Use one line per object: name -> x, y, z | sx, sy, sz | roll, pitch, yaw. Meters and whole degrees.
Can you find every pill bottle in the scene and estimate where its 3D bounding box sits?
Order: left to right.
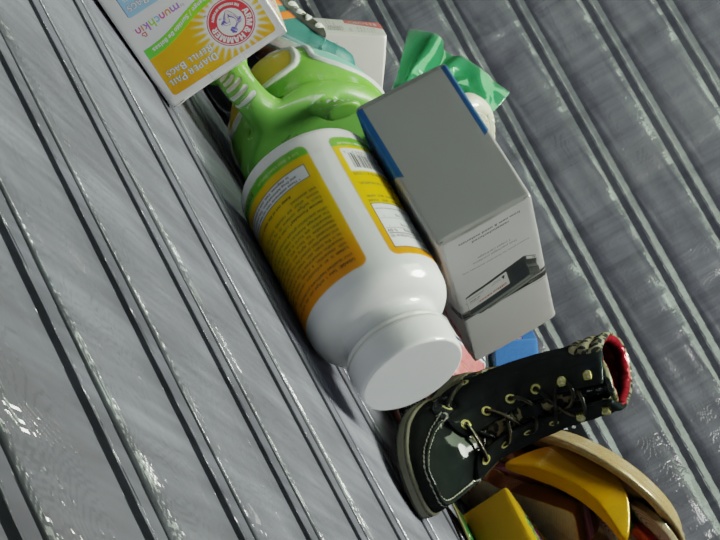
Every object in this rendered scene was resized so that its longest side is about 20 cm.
pill bottle -> -0.004, 0.001, 1.372 | 0.201, 0.111, 0.111 | 61, 7, 32

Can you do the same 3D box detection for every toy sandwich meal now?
toy sandwich meal -> 0.188, 0.213, 1.610 | 0.204, 0.070, 0.206 | 31, -24, 15

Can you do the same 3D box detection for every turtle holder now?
turtle holder -> -0.059, -0.123, 1.553 | 0.184, 0.142, 0.132 | 1, 40, -27

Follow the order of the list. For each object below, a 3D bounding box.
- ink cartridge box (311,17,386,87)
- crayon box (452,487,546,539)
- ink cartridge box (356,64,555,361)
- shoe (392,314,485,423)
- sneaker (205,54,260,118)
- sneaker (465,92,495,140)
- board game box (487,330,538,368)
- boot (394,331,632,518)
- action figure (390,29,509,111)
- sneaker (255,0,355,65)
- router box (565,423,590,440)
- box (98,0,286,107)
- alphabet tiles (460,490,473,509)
ink cartridge box -> -0.078, -0.210, 1.795 | 0.117, 0.198, 0.068 | -101, -165, -76
crayon box -> 0.152, 0.273, 1.552 | 0.200, 0.051, 0.127 | 53, 8, -39
ink cartridge box -> 0.078, -0.042, 1.458 | 0.145, 0.084, 0.200 | 60, -4, 30
shoe -> 0.039, 0.078, 1.523 | 0.200, 0.071, 0.092 | 32, 44, -43
sneaker -> -0.068, -0.119, 1.694 | 0.201, 0.074, 0.088 | 57, 1, 1
sneaker -> 0.049, -0.082, 1.626 | 0.111, 0.076, 0.201 | 43, -47, 40
board game box -> 0.151, 0.154, 1.781 | 0.152, 0.045, 0.202 | -84, 170, -82
boot -> 0.119, 0.111, 1.411 | 0.074, 0.153, 0.204 | 66, 25, -10
action figure -> 0.057, -0.137, 1.766 | 0.118, 0.055, 0.201 | 29, 49, 2
sneaker -> -0.084, -0.236, 1.681 | 0.199, 0.080, 0.071 | 27, -13, 11
router box -> 0.214, 0.248, 1.889 | 0.200, 0.062, 0.151 | -115, -163, -53
box -> -0.155, -0.245, 1.401 | 0.201, 0.112, 0.101 | 57, 6, -23
alphabet tiles -> 0.096, 0.138, 1.690 | 0.200, 0.006, 0.168 | 51, 32, -60
